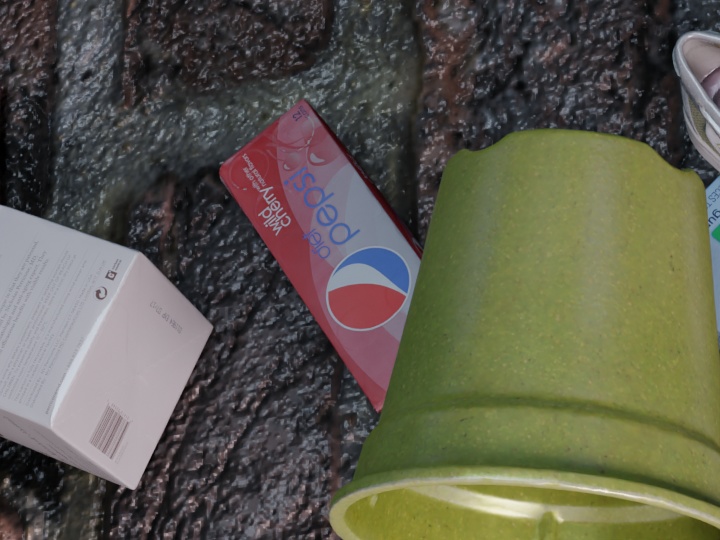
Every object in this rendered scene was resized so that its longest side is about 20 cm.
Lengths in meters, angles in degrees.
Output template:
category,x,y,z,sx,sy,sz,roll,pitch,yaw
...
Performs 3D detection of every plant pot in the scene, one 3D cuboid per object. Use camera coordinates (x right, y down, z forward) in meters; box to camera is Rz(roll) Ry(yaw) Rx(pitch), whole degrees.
category,x,y,z,sx,sy,sz,roll,pitch,yaw
plant pot,0.093,0.041,0.943,0.200,0.200,0.185,-4,67,24

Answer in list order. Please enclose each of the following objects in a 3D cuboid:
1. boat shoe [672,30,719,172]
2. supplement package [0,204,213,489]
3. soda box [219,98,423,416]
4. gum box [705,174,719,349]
category,x,y,z,sx,sy,sz,roll,pitch,yaw
boat shoe,0.229,-0.050,0.957,0.074,0.065,0.202,-45,55,-1
supplement package,-0.208,0.030,1.144,0.199,0.114,0.110,18,73,27
soda box,0.000,0.000,1.099,0.070,0.063,0.200,-38,55,4
gum box,0.265,0.000,0.982,0.170,0.045,0.200,-45,55,-1
